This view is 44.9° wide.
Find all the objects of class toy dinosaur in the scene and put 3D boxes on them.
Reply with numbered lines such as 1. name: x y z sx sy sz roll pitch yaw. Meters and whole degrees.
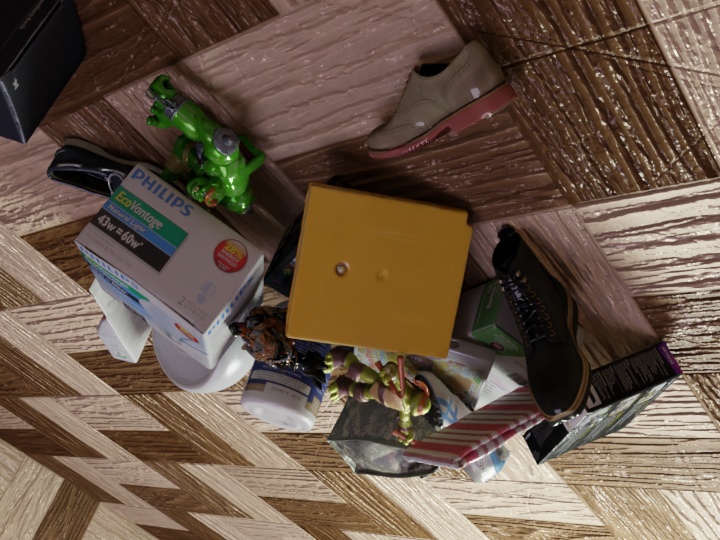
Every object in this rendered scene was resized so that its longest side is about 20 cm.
1. toy dinosaur: -0.102 0.075 1.097 0.133 0.201 0.104 12 117 -14

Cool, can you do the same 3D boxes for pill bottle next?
1. pill bottle: -0.087 0.113 1.232 0.109 0.203 0.111 15 156 7

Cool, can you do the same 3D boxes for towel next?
1. towel: 0.159 0.188 1.037 0.030 0.197 0.146 66 160 1

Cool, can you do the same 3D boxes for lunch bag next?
1. lunch bag: 0.075 0.226 1.338 0.197 0.166 0.118 -6 134 40

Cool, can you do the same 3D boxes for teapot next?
1. teapot: -0.221 0.090 1.351 0.201 0.145 0.198 52 121 22

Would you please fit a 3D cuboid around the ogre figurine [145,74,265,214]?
1. ogre figurine: -0.183 -0.137 1.035 0.119 0.098 0.202 31 137 21

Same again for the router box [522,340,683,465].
1. router box: 0.310 0.177 1.139 0.147 0.052 0.201 -18 154 -18

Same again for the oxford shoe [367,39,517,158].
1. oxford shoe: 0.068 -0.167 0.863 0.198 0.070 0.076 -18 104 50

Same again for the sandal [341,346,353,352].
1. sandal: -0.069 0.121 1.391 0.197 0.046 0.075 2 143 32

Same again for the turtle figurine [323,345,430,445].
1. turtle figurine: 0.029 0.146 1.116 0.159 0.065 0.202 17 147 31

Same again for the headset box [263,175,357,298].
1. headset box: 0.000 0.000 1.115 0.198 0.094 0.174 31 149 -14

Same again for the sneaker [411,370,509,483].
1. sneaker: 0.133 0.199 1.163 0.201 0.072 0.072 54 166 -27

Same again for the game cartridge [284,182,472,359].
1. game cartridge: 0.022 0.003 1.007 0.196 0.180 0.032 9 -170 -12

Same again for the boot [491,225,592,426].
1. boot: 0.191 0.059 0.979 0.077 0.202 0.139 -28 122 23

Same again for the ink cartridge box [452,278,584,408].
1. ink cartridge box: 0.173 0.100 1.159 0.144 0.085 0.199 34 147 -20

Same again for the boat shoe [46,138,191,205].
1. boat shoe: -0.328 -0.118 1.183 0.197 0.063 0.075 23 147 0

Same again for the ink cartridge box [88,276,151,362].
1. ink cartridge box: -0.356 0.018 1.313 0.049 0.163 0.201 8 147 16

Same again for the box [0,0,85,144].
1. box: -0.432 -0.252 0.964 0.197 0.150 0.105 20 149 6

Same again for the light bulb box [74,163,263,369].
1. light bulb box: -0.232 0.003 1.104 0.197 0.126 0.200 34 162 5

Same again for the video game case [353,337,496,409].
1. video game case: 0.076 0.130 1.158 0.179 0.023 0.201 17 151 7
